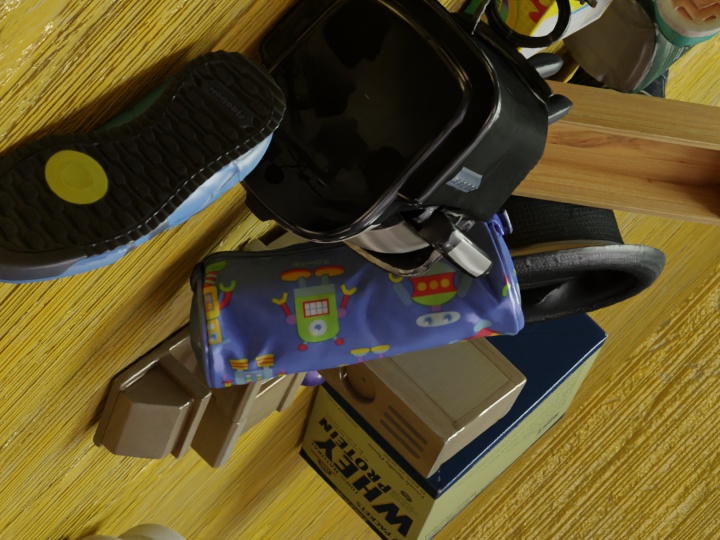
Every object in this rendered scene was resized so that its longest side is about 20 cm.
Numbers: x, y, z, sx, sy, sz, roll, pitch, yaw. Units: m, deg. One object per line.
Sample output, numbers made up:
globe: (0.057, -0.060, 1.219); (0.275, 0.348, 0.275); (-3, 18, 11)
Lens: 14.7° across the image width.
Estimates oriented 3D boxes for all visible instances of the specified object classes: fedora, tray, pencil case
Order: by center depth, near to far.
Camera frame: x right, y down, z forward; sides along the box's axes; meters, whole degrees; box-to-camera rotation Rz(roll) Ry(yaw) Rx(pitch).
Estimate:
pencil case: (-0.003, 0.012, 1.625); (0.200, 0.087, 0.078); (-11, -162, -2)
tray: (0.178, -0.082, 1.911); (0.099, 0.200, 0.037); (118, -23, -57)
fedora: (0.113, -0.021, 1.991); (0.200, 0.092, 0.201); (-9, 166, -2)

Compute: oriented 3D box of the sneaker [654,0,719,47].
sneaker: (0.226, -0.232, 1.716); (0.080, 0.071, 0.200); (131, -16, -82)

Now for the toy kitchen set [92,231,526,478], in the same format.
toy kitchen set: (-0.042, 0.100, 1.734); (0.163, 0.180, 0.200); (-35, 162, -36)

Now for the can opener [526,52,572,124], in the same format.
can opener: (0.042, -0.086, 1.646); (0.200, 0.063, 0.079); (-26, -155, -25)

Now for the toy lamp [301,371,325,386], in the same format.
toy lamp: (0.000, 0.000, 1.855); (0.058, 0.058, 0.200); (-34, 167, -43)

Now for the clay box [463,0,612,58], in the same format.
clay box: (0.146, -0.212, 1.628); (0.115, 0.048, 0.200); (-32, 163, -48)

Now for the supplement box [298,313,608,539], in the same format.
supplement box: (0.072, 0.103, 2.283); (0.200, 0.134, 0.200); (-41, 168, -19)

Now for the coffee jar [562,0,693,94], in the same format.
coffee jar: (0.223, -0.207, 1.824); (0.200, 0.085, 0.104); (-38, 165, -28)

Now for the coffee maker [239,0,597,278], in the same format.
coffee maker: (0.026, -0.097, 1.469); (0.200, 0.135, 0.192); (20, 91, -79)

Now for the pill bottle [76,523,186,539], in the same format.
pill bottle: (-0.193, 0.248, 1.912); (0.200, 0.111, 0.111); (-32, 163, -52)

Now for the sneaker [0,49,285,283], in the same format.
sneaker: (-0.115, -0.033, 1.289); (0.200, 0.066, 0.078); (-34, 169, -44)

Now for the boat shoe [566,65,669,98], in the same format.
boat shoe: (0.170, -0.115, 2.017); (0.200, 0.071, 0.091); (-33, -148, 61)
